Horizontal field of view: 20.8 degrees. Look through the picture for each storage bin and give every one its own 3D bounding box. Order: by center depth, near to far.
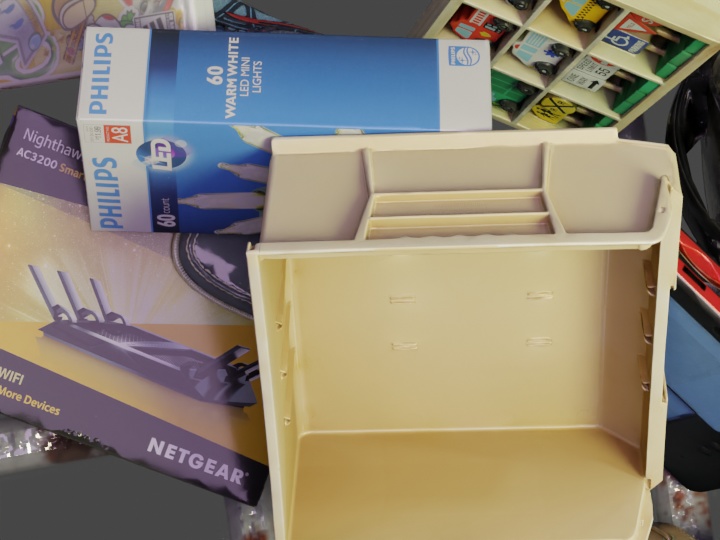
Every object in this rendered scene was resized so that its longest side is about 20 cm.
[{"bbox_3d":[0.053,0.040,0.949,0.197,0.094,0.201,-1,128,3],"label":"storage bin"}]

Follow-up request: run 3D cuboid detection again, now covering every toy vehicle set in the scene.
[{"bbox_3d":[0.100,-0.120,1.022,0.123,0.200,0.027,21,74,-7],"label":"toy vehicle set"}]

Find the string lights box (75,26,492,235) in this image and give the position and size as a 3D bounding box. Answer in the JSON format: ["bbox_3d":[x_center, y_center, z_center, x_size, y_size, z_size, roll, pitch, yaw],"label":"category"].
[{"bbox_3d":[-0.038,-0.067,0.980,0.198,0.103,0.059,1,59,-2],"label":"string lights box"}]

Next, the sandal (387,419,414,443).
[{"bbox_3d":[0.020,0.083,1.086,0.048,0.075,0.202,4,90,-35],"label":"sandal"}]

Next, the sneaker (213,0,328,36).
[{"bbox_3d":[-0.062,-0.115,1.050,0.198,0.096,0.080,15,90,-9],"label":"sneaker"}]

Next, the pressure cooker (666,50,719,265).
[{"bbox_3d":[0.267,-0.053,1.053,0.198,0.176,0.180,-8,96,-7],"label":"pressure cooker"}]

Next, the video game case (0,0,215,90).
[{"bbox_3d":[-0.164,-0.200,1.017,0.181,0.023,0.202,-5,94,30],"label":"video game case"}]

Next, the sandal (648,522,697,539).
[{"bbox_3d":[0.177,0.177,1.114,0.199,0.058,0.080,-4,129,5],"label":"sandal"}]

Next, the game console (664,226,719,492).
[{"bbox_3d":[0.155,0.041,1.051,0.200,0.177,0.031,44,63,-7],"label":"game console"}]

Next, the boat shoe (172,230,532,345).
[{"bbox_3d":[0.000,0.000,1.024,0.198,0.062,0.073,14,82,-4],"label":"boat shoe"}]

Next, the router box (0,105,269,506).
[{"bbox_3d":[-0.122,0.020,1.069,0.199,0.052,0.158,20,89,-9],"label":"router box"}]
